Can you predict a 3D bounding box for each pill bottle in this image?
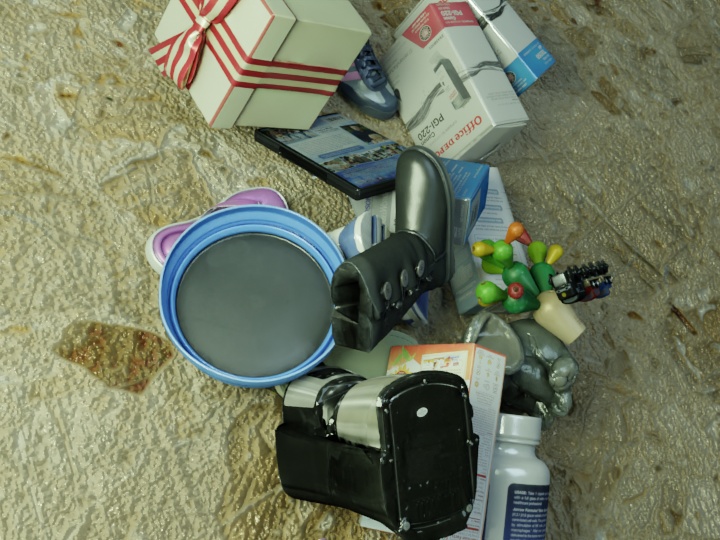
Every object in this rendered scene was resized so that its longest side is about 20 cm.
[{"bbox_3d":[0.148,0.257,0.964,0.110,0.111,0.203,11,81,-30],"label":"pill bottle"}]

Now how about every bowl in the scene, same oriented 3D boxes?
[{"bbox_3d":[-0.109,0.027,0.922,0.198,0.039,0.203,4,62,-7],"label":"bowl"}]

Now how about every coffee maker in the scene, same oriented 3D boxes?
[{"bbox_3d":[0.005,0.189,0.857,0.134,0.199,0.195,22,74,-29],"label":"coffee maker"}]

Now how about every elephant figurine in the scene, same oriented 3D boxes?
[{"bbox_3d":[0.154,0.119,1.078,0.198,0.143,0.155,9,19,-21],"label":"elephant figurine"}]

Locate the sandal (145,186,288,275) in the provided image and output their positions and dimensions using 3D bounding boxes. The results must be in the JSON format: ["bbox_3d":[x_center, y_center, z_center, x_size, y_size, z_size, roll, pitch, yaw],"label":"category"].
[{"bbox_3d":[-0.148,-0.045,1.002,0.202,0.050,0.083,-33,87,-41],"label":"sandal"}]

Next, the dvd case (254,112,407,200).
[{"bbox_3d":[-0.018,-0.145,1.093,0.142,0.018,0.199,-20,40,-38],"label":"dvd case"}]

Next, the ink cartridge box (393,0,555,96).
[{"bbox_3d":[0.168,-0.333,1.326,0.200,0.144,0.084,50,46,-2],"label":"ink cartridge box"}]

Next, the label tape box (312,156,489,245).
[{"bbox_3d":[0.054,-0.100,1.124,0.197,0.067,0.143,9,25,15],"label":"label tape box"}]

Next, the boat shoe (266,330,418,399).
[{"bbox_3d":[-0.021,0.104,1.000,0.199,0.060,0.073,-3,91,-36],"label":"boat shoe"}]

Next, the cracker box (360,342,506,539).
[{"bbox_3d":[0.077,0.182,0.942,0.057,0.133,0.203,22,72,-36],"label":"cracker box"}]

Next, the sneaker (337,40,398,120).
[{"bbox_3d":[-0.009,-0.299,1.221,0.200,0.082,0.070,47,48,-5],"label":"sneaker"}]

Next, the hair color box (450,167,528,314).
[{"bbox_3d":[0.162,-0.044,1.217,0.098,0.061,0.202,1,66,-35],"label":"hair color box"}]

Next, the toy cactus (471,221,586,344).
[{"bbox_3d":[0.213,0.014,1.087,0.165,0.102,0.200,46,23,9],"label":"toy cactus"}]

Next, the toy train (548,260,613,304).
[{"bbox_3d":[0.275,0.016,1.084,0.199,0.034,0.046,-7,75,-61],"label":"toy train"}]

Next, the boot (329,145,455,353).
[{"bbox_3d":[0.029,-0.028,0.926,0.199,0.065,0.167,-31,113,-50],"label":"boot"}]

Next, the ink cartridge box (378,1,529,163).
[{"bbox_3d":[0.126,-0.251,1.248,0.084,0.145,0.202,-17,75,-41],"label":"ink cartridge box"}]

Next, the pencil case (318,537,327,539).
[{"bbox_3d":[-0.046,0.360,0.826,0.087,0.087,0.202,1,66,-35],"label":"pencil case"}]

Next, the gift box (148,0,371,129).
[{"bbox_3d":[-0.135,-0.286,1.052,0.186,0.185,0.201,-7,50,-47],"label":"gift box"}]

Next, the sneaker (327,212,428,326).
[{"bbox_3d":[0.000,0.000,1.056,0.199,0.114,0.082,42,47,-50],"label":"sneaker"}]
